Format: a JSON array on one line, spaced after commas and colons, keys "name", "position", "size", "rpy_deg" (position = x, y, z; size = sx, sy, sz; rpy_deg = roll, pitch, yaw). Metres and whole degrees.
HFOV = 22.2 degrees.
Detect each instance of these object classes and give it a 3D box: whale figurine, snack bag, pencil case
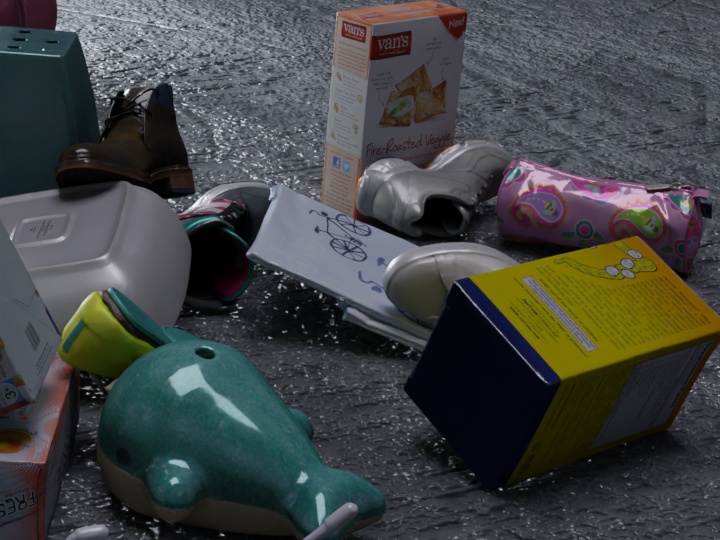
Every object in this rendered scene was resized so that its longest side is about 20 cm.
[{"name": "whale figurine", "position": [-0.078, 0.112, 1.194], "size": [0.199, 0.105, 0.159], "rpy_deg": [21, 25, 30]}, {"name": "snack bag", "position": [0.000, 0.000, 1.553], "size": [0.198, 0.022, 0.189], "rpy_deg": [24, 22, -4]}, {"name": "pencil case", "position": [0.230, -0.055, 1.747], "size": [0.198, 0.088, 0.087], "rpy_deg": [10, 21, 17]}]

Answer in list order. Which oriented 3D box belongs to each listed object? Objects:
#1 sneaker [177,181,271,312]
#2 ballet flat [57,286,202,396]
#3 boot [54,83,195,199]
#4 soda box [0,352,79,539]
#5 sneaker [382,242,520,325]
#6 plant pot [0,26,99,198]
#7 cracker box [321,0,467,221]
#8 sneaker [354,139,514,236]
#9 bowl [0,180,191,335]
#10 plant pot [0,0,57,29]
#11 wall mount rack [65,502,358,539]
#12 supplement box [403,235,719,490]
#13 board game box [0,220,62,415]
[{"name": "sneaker", "position": [-0.118, -0.023, 1.573], "size": [0.199, 0.084, 0.120], "rpy_deg": [-21, 27, -36]}, {"name": "ballet flat", "position": [-0.148, 0.069, 1.305], "size": [0.067, 0.067, 0.200], "rpy_deg": [48, 5, 32]}, {"name": "boot", "position": [-0.200, -0.112, 1.519], "size": [0.074, 0.098, 0.200], "rpy_deg": [-8, -4, 17]}, {"name": "soda box", "position": [-0.229, 0.111, 1.219], "size": [0.068, 0.064, 0.200], "rpy_deg": [3, 19, -3]}, {"name": "sneaker", "position": [0.115, 0.036, 1.463], "size": [0.198, 0.073, 0.085], "rpy_deg": [13, 31, -10]}, {"name": "plant pot", "position": [-0.294, -0.102, 1.581], "size": [0.140, 0.202, 0.142], "rpy_deg": [4, 19, -2]}, {"name": "cracker box", "position": [0.033, -0.158, 1.809], "size": [0.133, 0.202, 0.057], "rpy_deg": [-15, 28, -42]}, {"name": "sneaker", "position": [0.091, -0.068, 1.792], "size": [0.199, 0.076, 0.092], "rpy_deg": [-16, 43, -39]}, {"name": "bowl", "position": [-0.238, -0.001, 1.417], "size": [0.198, 0.075, 0.201], "rpy_deg": [-7, 30, 7]}, {"name": "plant pot", "position": [-0.482, -0.304, 2.128], "size": [0.199, 0.202, 0.179], "rpy_deg": [19, 40, 34]}, {"name": "wall mount rack", "position": [-0.074, 0.192, 1.020], "size": [0.172, 0.075, 0.200], "rpy_deg": [0, 22, -14]}, {"name": "supplement box", "position": [0.149, 0.063, 1.328], "size": [0.199, 0.109, 0.110], "rpy_deg": [-12, 49, -40]}, {"name": "board game box", "position": [-0.309, 0.056, 1.172], "size": [0.198, 0.104, 0.105], "rpy_deg": [-22, 18, 9]}]
